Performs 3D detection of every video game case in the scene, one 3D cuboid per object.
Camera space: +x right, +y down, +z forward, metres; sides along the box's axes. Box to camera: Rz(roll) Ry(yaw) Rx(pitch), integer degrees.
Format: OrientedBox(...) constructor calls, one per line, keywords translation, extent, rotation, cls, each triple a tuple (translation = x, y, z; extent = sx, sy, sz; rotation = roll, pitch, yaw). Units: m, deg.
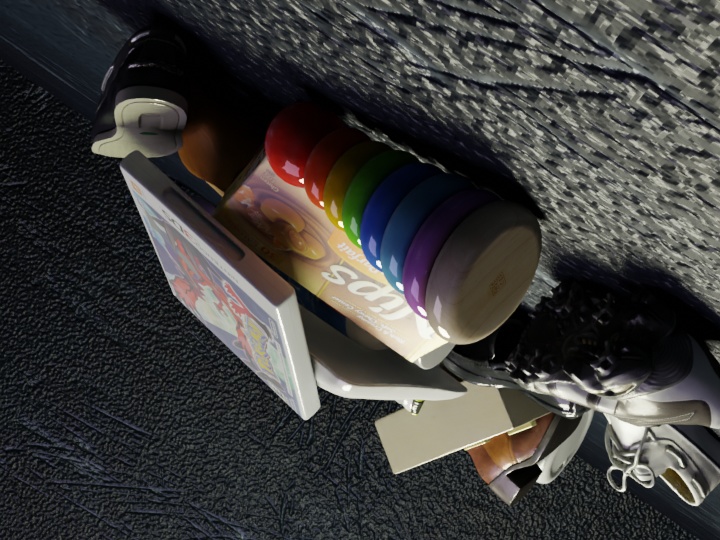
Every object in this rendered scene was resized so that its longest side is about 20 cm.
OrientedBox(translation=(-0.108, 0.018, 0.837), extent=(0.182, 0.023, 0.201), rotation=(40, 159, 24), cls="video game case")

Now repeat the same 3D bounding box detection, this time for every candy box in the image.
OrientedBox(translation=(-0.001, -0.021, 0.770), extent=(0.199, 0.056, 0.115), rotation=(35, 146, -14), cls="candy box")

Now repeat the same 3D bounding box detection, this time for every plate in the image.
OrientedBox(translation=(-0.024, 0.066, 0.951), extent=(0.199, 0.033, 0.198), rotation=(35, -167, 35), cls="plate")

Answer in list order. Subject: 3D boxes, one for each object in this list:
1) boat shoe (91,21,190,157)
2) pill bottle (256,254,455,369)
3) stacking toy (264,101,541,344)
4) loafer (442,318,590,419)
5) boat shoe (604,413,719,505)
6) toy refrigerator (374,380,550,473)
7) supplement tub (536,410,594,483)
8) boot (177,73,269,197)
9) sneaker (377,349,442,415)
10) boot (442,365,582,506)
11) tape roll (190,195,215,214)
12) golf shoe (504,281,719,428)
OrientedBox(translation=(-0.173, -0.133, 0.828), extent=(0.071, 0.069, 0.200), rotation=(2, 170, -20), cls="boat shoe")
OrientedBox(translation=(0.000, 0.000, 0.930), extent=(0.198, 0.113, 0.112), rotation=(31, 175, 26), cls="pill bottle")
OrientedBox(translation=(0.010, -0.041, 0.626), extent=(0.199, 0.086, 0.085), rotation=(36, 178, 35), cls="stacking toy")
OrientedBox(translation=(0.141, 0.075, 0.977), extent=(0.199, 0.068, 0.071), rotation=(18, 135, 50), cls="loafer")
OrientedBox(translation=(0.249, 0.156, 0.914), extent=(0.201, 0.087, 0.074), rotation=(37, 175, -37), cls="boat shoe")
OrientedBox(translation=(0.109, 0.158, 1.114), extent=(0.199, 0.075, 0.071), rotation=(-33, 75, 47), cls="toy refrigerator")
OrientedBox(translation=(0.173, 0.155, 1.267), extent=(0.198, 0.124, 0.122), rotation=(31, 175, 26), cls="supplement tub")
OrientedBox(translation=(-0.117, -0.116, 0.867), extent=(0.144, 0.071, 0.200), rotation=(48, 161, -21), cls="boot")
OrientedBox(translation=(0.044, 0.091, 1.105), extent=(0.076, 0.076, 0.200), rotation=(28, -177, 2), cls="sneaker")
OrientedBox(translation=(0.144, 0.135, 1.173), extent=(0.200, 0.068, 0.190), rotation=(47, 141, 23), cls="boot")
OrientedBox(translation=(-0.483, -0.105, 2.945), extent=(0.199, 0.202, 0.066), rotation=(33, -158, 3), cls="tape roll")
OrientedBox(translation=(0.155, 0.062, 0.645), extent=(0.094, 0.078, 0.200), rotation=(34, 177, -10), cls="golf shoe")
